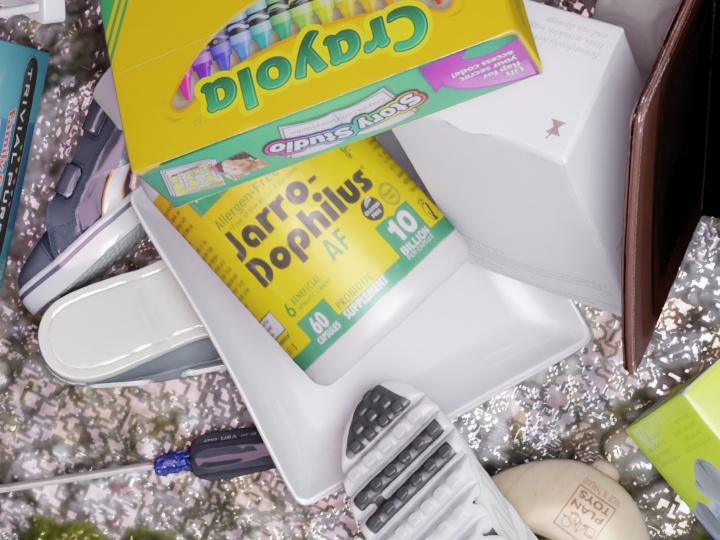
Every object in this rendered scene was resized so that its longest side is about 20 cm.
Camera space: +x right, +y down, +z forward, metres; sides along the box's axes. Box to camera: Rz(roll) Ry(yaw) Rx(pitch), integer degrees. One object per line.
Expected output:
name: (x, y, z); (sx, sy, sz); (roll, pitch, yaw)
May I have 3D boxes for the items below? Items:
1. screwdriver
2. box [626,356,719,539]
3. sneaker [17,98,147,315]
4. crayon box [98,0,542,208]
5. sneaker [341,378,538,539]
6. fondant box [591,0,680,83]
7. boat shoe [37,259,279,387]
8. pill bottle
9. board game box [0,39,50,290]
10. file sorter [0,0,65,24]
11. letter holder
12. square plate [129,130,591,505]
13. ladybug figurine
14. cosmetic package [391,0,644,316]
screwdriver: (-0.135, 0.120, 1.376); (0.198, 0.028, 0.029); (-13, 60, 7)
box: (0.235, 0.141, 1.267); (0.048, 0.122, 0.200); (-38, 84, -15)
sneaker: (-0.133, -0.064, 1.351); (0.200, 0.078, 0.079); (-43, 89, -3)
crayon box: (-0.029, -0.146, 1.158); (0.199, 0.058, 0.174); (-20, 64, 13)
sneaker: (0.058, 0.146, 1.253); (0.075, 0.081, 0.201); (-40, 63, 13)
fondant box: (0.194, -0.117, 1.238); (0.143, 0.201, 0.058); (26, 57, 8)
boat shoe: (-0.088, 0.023, 1.351); (0.198, 0.062, 0.073); (-15, 77, -11)
pill bottle: (-0.046, -0.047, 1.251); (0.113, 0.113, 0.200); (-42, 89, 8)
board game box: (-0.236, -0.060, 1.305); (0.047, 0.200, 0.152); (13, 93, 9)
file sorter: (-0.255, -0.211, 1.214); (0.200, 0.124, 0.140); (28, 123, 49)
letter holder: (0.194, -0.039, 1.158); (0.100, 0.201, 0.143); (17, 54, 18)
square plate: (0.000, 0.000, 1.324); (0.197, 0.028, 0.201); (-29, 86, -15)
ladybug figurine: (0.089, 0.192, 1.318); (0.135, 0.072, 0.201); (36, 96, 8)
cosmetic package: (0.094, -0.060, 1.225); (0.112, 0.200, 0.082); (20, 72, 23)
